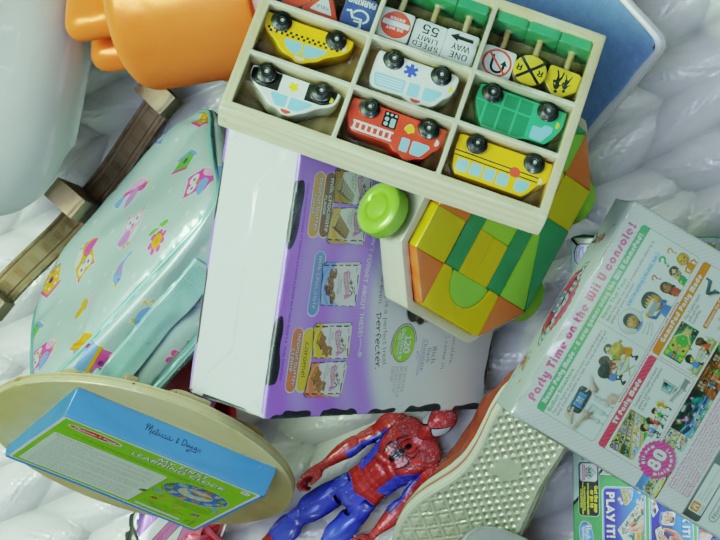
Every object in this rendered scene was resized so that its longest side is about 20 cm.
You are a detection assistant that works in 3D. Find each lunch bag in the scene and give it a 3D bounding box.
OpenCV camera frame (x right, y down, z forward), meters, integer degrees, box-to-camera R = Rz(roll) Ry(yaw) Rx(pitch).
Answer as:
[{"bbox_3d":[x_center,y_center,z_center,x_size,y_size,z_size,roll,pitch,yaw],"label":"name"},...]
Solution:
[{"bbox_3d":[-0.132,0.007,1.730,0.077,0.161,0.200,34,110,-25],"label":"lunch bag"}]

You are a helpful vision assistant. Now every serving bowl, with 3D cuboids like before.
[{"bbox_3d":[-0.211,-0.129,1.749,0.065,0.200,0.202,11,99,-7],"label":"serving bowl"}]

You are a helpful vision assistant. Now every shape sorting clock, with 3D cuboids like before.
[{"bbox_3d":[-0.137,0.111,1.671,0.199,0.200,0.039,7,66,21],"label":"shape sorting clock"}]

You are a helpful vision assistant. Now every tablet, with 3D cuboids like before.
[{"bbox_3d":[0.094,-0.174,1.682,0.200,0.014,0.130,49,131,11],"label":"tablet"}]

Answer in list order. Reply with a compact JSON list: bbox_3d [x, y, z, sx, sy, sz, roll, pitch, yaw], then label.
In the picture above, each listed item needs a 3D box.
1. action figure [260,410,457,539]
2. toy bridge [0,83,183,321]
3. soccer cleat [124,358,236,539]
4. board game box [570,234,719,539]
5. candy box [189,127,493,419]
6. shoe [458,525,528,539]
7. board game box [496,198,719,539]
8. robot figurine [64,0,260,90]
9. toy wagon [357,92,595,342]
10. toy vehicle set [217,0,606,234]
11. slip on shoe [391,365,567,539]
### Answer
[{"bbox_3d":[-0.010,0.153,1.753,0.200,0.052,0.066,-43,75,17],"label":"action figure"},{"bbox_3d":[-0.191,-0.045,1.795,0.027,0.067,0.200,40,92,7],"label":"toy bridge"},{"bbox_3d":[-0.112,0.155,1.786,0.073,0.068,0.202,5,93,18],"label":"soccer cleat"},{"bbox_3d":[0.199,0.079,1.671,0.134,0.029,0.202,0,94,23],"label":"board game box"},{"bbox_3d":[0.000,0.000,1.650,0.071,0.199,0.169,16,100,43],"label":"candy box"},{"bbox_3d":[0.133,0.242,1.694,0.199,0.072,0.091,29,137,0],"label":"shoe"},{"bbox_3d":[0.205,0.070,1.598,0.199,0.064,0.148,31,91,-7],"label":"board game box"},{"bbox_3d":[-0.082,-0.177,1.662,0.199,0.117,0.145,-8,113,19],"label":"robot figurine"},{"bbox_3d":[0.086,-0.059,1.626,0.039,0.155,0.201,28,89,45],"label":"toy wagon"},{"bbox_3d":[0.030,-0.111,1.553,0.199,0.027,0.125,19,68,1],"label":"toy vehicle set"},{"bbox_3d":[0.084,0.127,1.701,0.074,0.061,0.201,29,124,-4],"label":"slip on shoe"}]
